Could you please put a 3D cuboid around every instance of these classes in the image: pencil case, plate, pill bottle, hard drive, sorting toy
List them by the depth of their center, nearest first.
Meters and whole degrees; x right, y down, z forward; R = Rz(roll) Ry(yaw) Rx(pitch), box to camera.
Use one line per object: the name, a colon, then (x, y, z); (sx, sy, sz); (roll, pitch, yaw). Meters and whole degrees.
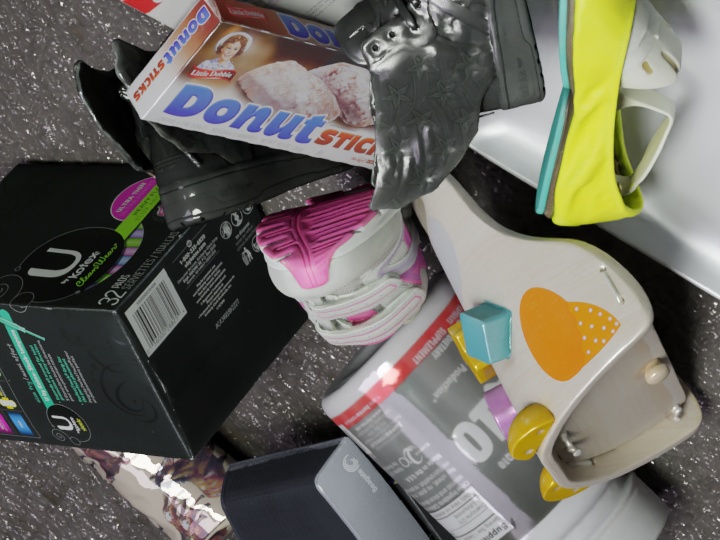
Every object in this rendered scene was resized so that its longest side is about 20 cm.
plate: (0.160, -0.092, 1.410); (0.199, 0.032, 0.200); (32, 141, 12)
sorting toy: (0.090, 0.021, 1.495); (0.180, 0.107, 0.200); (54, 180, 24)
pill bottle: (0.084, 0.108, 1.604); (0.200, 0.114, 0.114); (43, 142, -4)
hard drive: (-0.001, 0.203, 1.740); (0.135, 0.042, 0.200); (-16, 115, 46)
pencil case: (-0.161, 0.112, 1.844); (0.200, 0.078, 0.089); (40, 165, 2)

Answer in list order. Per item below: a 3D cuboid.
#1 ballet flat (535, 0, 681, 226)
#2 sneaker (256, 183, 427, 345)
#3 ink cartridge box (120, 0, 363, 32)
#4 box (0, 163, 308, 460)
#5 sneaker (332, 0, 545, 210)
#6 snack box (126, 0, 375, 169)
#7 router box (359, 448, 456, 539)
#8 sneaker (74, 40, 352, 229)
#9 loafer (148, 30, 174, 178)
ballet flat: (0.130, -0.097, 1.364); (0.067, 0.067, 0.201); (9, 138, 6)
sneaker: (0.000, 0.000, 1.504); (0.081, 0.200, 0.089); (-13, 94, 15)
ink cartridge box: (-0.057, -0.175, 1.362); (0.116, 0.200, 0.067); (-38, 57, 18)
box: (-0.165, 0.023, 1.702); (0.199, 0.149, 0.125); (3, 130, 39)
sneaker: (0.032, -0.133, 1.351); (0.104, 0.060, 0.201); (-13, 118, 4)
snack box: (-0.030, -0.096, 1.407); (0.072, 0.199, 0.024); (-48, 56, 26)
router box: (0.039, 0.210, 1.791); (0.157, 0.052, 0.200); (-15, 116, 46)
sneaker: (-0.075, -0.086, 1.462); (0.060, 0.200, 0.105); (-18, 93, 33)
loafer: (-0.100, -0.111, 1.579); (0.073, 0.071, 0.200); (38, 142, 4)
